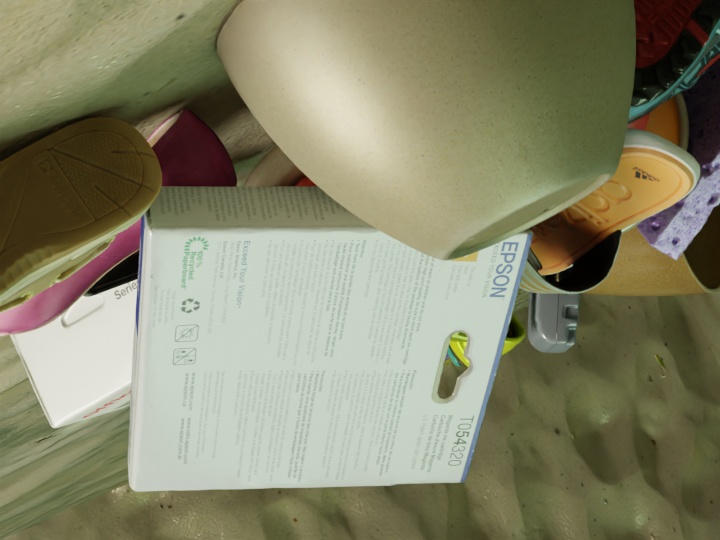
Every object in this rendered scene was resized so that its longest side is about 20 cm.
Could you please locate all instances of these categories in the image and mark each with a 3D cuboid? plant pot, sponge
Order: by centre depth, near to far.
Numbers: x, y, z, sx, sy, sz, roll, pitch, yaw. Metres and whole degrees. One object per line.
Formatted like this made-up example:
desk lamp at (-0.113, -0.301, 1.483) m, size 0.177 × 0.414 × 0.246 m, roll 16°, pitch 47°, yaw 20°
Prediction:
plant pot at (0.049, -0.085, 0.728) m, size 0.199 × 0.136 × 0.200 m, roll -25°, pitch 172°, yaw -4°
sponge at (0.234, -0.118, 1.001) m, size 0.030 × 0.112 × 0.201 m, roll 24°, pitch 114°, yaw -25°
plant pot at (0.260, -0.048, 1.629) m, size 0.198 × 0.189 × 0.186 m, roll -15°, pitch 179°, yaw 29°

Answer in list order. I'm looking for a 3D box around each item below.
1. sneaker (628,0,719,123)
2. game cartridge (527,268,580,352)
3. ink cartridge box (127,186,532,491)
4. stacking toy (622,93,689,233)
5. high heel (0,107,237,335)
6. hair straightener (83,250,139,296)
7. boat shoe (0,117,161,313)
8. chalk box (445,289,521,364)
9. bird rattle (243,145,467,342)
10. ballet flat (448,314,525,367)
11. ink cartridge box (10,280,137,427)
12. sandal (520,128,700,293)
sneaker at (0.179, -0.149, 0.853) m, size 0.199 × 0.080 × 0.096 m, roll -36°, pitch 171°, yaw -14°
game cartridge at (0.155, -0.038, 1.234) m, size 0.041 × 0.203 × 0.133 m, roll 4°, pitch 173°, yaw -1°
ink cartridge box at (-0.024, 0.040, 0.842) m, size 0.197 × 0.044 × 0.198 m, roll 0°, pitch 132°, yaw -13°
stacking toy at (0.113, -0.113, 0.933) m, size 0.145 × 0.147 × 0.200 m, roll -27°, pitch 153°, yaw 9°
high heel at (-0.158, -0.026, 0.824) m, size 0.198 × 0.097 × 0.068 m, roll -9°, pitch -140°, yaw 16°
hair straightener at (-0.117, -0.019, 0.977) m, size 0.077 × 0.041 × 0.199 m, roll -52°, pitch 166°, yaw 32°
boat shoe at (-0.184, -0.004, 0.718) m, size 0.198 × 0.074 × 0.069 m, roll -23°, pitch 167°, yaw -27°
chalk box at (0.015, 0.018, 1.266) m, size 0.198 × 0.125 × 0.124 m, roll -23°, pitch 155°, yaw -27°
bird rattle at (-0.017, -0.006, 0.945) m, size 0.197 × 0.165 × 0.113 m, roll -6°, pitch 164°, yaw 8°
ballet flat at (0.062, -0.010, 1.146) m, size 0.066 × 0.201 × 0.067 m, roll -17°, pitch -146°, yaw 27°
ink cartridge box at (-0.129, 0.032, 1.120) m, size 0.145 × 0.085 × 0.199 m, roll -30°, pitch 172°, yaw 31°
sandal at (0.117, -0.023, 0.898) m, size 0.060 × 0.079 × 0.207 m, roll -66°, pitch -168°, yaw -22°
